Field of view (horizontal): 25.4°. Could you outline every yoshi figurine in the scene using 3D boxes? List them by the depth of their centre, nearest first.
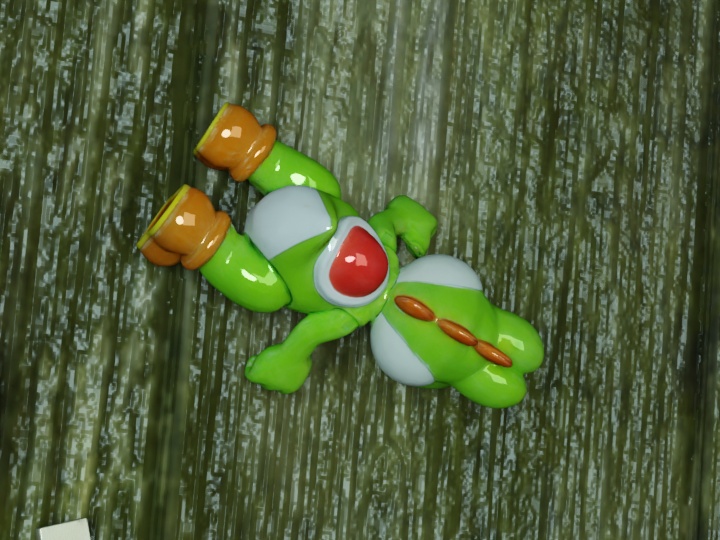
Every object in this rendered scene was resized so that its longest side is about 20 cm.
[{"bbox_3d":[-0.006,0.006,0.789,0.199,0.113,0.112,32,32,-8],"label":"yoshi figurine"}]

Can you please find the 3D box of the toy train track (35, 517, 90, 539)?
[{"bbox_3d":[-0.120,0.216,0.737,0.114,0.033,0.202,-11,86,-21],"label":"toy train track"}]
